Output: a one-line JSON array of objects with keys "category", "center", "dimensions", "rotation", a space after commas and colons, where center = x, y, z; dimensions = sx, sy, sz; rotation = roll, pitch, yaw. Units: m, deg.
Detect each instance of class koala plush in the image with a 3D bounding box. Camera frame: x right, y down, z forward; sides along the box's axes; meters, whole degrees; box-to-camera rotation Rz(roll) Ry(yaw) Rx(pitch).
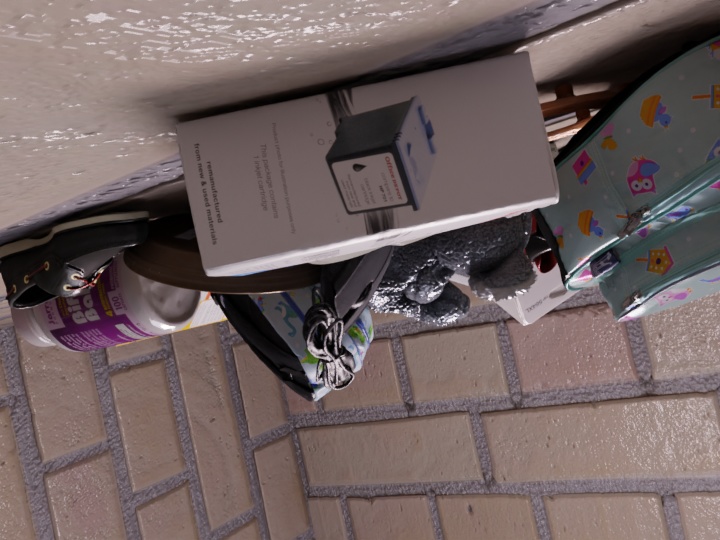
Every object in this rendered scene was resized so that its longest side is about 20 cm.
[{"category": "koala plush", "center": [0.094, -0.035, 0.796], "dimensions": [0.197, 0.183, 0.181], "rotation": [-7, 173, 44]}]

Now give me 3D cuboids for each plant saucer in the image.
[{"category": "plant saucer", "center": [-0.120, -0.022, 0.710], "dimensions": [0.194, 0.030, 0.201], "rotation": [5, -163, -2]}]

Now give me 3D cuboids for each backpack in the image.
[{"category": "backpack", "center": [-0.078, 0.045, 0.840], "dimensions": [0.151, 0.202, 0.165], "rotation": [-21, 140, -13]}, {"category": "backpack", "center": [0.235, -0.066, 0.532], "dimensions": [0.172, 0.156, 0.201], "rotation": [-14, 153, -27]}]

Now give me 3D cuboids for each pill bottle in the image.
[{"category": "pill bottle", "center": [-0.278, 0.025, 0.815], "dimensions": [0.196, 0.115, 0.112], "rotation": [-13, 179, 26]}]

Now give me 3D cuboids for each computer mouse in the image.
[{"category": "computer mouse", "center": [0.000, 0.000, 0.695], "dimensions": [0.051, 0.204, 0.139], "rotation": [7, 154, 11]}]

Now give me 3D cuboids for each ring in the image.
[{"category": "ring", "center": [0.138, -0.122, 0.627], "dimensions": [0.195, 0.020, 0.200], "rotation": [-14, 180, 0]}]

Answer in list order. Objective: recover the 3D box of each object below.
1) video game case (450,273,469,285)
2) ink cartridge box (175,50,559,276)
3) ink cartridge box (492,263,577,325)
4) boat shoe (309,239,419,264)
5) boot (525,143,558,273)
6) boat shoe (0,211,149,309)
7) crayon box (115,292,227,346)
[{"category": "video game case", "center": [0.172, -0.052, 1.050], "dimensions": [0.181, 0.024, 0.198], "rotation": [-42, -146, -23]}, {"category": "ink cartridge box", "center": [0.002, -0.056, 0.467], "dimensions": [0.195, 0.088, 0.146], "rotation": [-14, 180, -3]}, {"category": "ink cartridge box", "center": [0.226, -0.031, 1.085], "dimensions": [0.144, 0.085, 0.200], "rotation": [-33, -149, -9]}, {"category": "boat shoe", "center": [0.016, -0.053, 0.623], "dimensions": [0.197, 0.063, 0.074], "rotation": [-15, 171, -43]}, {"category": "boot", "center": [0.193, -0.065, 0.961], "dimensions": [0.071, 0.148, 0.199], "rotation": [-12, 180, -19]}, {"category": "boat shoe", "center": [-0.252, -0.010, 0.676], "dimensions": [0.198, 0.065, 0.073], "rotation": [-15, 176, 35]}, {"category": "crayon box", "center": [-0.237, 0.019, 1.006], "dimensions": [0.198, 0.051, 0.127], "rotation": [-13, 139, -54]}]
